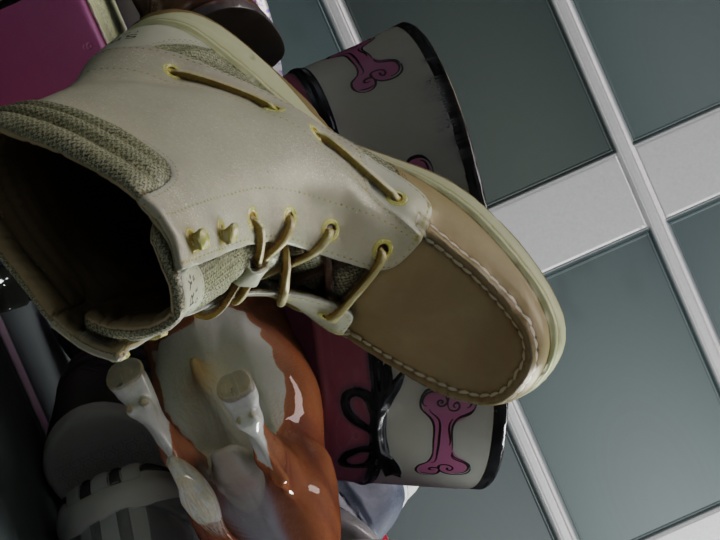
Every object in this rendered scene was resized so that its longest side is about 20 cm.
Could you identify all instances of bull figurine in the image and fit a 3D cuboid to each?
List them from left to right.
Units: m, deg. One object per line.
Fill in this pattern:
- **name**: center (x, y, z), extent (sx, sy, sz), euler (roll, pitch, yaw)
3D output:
- **bull figurine**: center (-0.057, 0.035, 0.839), extent (0.121, 0.065, 0.200), euler (58, 3, -46)

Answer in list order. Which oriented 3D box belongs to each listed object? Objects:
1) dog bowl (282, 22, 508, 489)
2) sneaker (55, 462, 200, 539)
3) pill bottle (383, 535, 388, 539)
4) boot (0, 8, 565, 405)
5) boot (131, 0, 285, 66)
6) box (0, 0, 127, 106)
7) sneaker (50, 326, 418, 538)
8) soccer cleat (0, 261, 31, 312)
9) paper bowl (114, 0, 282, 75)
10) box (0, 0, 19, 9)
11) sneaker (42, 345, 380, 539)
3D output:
- **dog bowl**: center (0.000, 0.000, 0.916), extent (0.200, 0.074, 0.200), euler (170, -90, -80)
- **sneaker**: center (-0.057, 0.175, 0.865), extent (0.200, 0.075, 0.116), euler (53, 13, -42)
- **pill bottle**: center (-0.031, 0.174, 1.123), extent (0.112, 0.112, 0.200), euler (67, -1, -61)
- **boot**: center (-0.031, -0.003, 0.734), extent (0.200, 0.072, 0.155), euler (38, 25, 4)
- **boot**: center (-0.102, -0.167, 1.003), extent (0.186, 0.064, 0.200), euler (104, -37, -78)
- **box**: center (-0.159, -0.100, 0.996), extent (0.200, 0.097, 0.176), euler (-110, 176, -86)
- **sneaker**: center (-0.083, 0.096, 1.039), extent (0.202, 0.146, 0.077), euler (30, -43, 3)
- **soccer cleat**: center (-0.141, -0.033, 0.799), extent (0.200, 0.065, 0.084), euler (-107, -178, -81)
- **paper bowl**: center (-0.140, -0.120, 1.181), extent (0.201, 0.104, 0.201), euler (36, -42, 41)
- **box**: center (-0.132, -0.132, 0.621), extent (0.200, 0.164, 0.086), euler (81, -16, -85)
- **sneaker**: center (-0.054, 0.095, 0.953), extent (0.200, 0.071, 0.099), euler (35, 17, -25)
